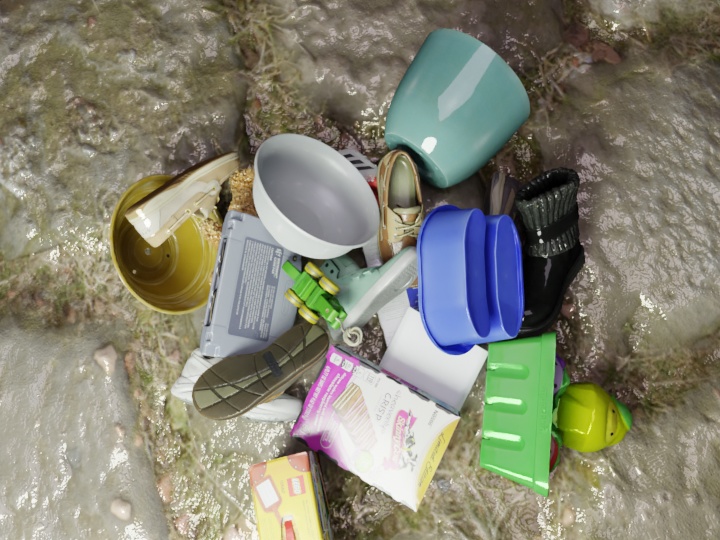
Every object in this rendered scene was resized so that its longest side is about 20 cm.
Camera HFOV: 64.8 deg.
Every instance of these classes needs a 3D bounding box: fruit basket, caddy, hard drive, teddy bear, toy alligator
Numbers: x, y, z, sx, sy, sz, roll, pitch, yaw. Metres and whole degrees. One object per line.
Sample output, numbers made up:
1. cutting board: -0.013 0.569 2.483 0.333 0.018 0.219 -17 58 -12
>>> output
1. fruit basket: 0.269 0.195 0.770 0.210 0.155 0.221 -5 74 17
2. caddy: 0.140 0.010 0.759 0.139 0.104 0.206 5 81 -41
3. hard drive: 0.080 0.174 0.811 0.130 0.026 0.203 28 89 9
4. teddy bear: -0.168 -0.058 0.870 0.144 0.066 0.203 37 68 -26
5. toy alligator: -0.045 0.048 0.774 0.060 0.054 0.200 -51 49 3

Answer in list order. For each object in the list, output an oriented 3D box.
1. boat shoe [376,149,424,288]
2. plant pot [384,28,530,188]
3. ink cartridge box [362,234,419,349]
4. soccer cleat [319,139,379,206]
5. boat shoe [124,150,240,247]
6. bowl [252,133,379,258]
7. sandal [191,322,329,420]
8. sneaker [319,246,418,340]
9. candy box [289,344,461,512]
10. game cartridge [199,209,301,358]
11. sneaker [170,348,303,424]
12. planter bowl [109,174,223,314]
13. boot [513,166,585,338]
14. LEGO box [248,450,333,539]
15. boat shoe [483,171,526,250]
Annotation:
1. boat shoe: 0.060 -0.076 0.827 0.074 0.074 0.206 -9 90 -6
2. plant pot: 0.129 -0.229 0.865 0.199 0.201 0.162 38 85 11
3. ink cartridge box: 0.061 0.013 0.874 0.092 0.037 0.205 -13 73 -2
4. soccer cleat: 0.004 -0.153 0.909 0.195 0.069 0.087 15 69 7
5. boat shoe: -0.242 -0.105 0.817 0.200 0.073 0.070 -44 119 -36
6. bowl: -0.076 -0.090 0.811 0.198 0.090 0.204 23 44 -24
7. sandal: -0.129 0.140 0.767 0.197 0.055 0.082 -31 58 -13
8. sneaker: 0.000 0.000 0.819 0.200 0.073 0.120 -43 66 32
9. candy box: 0.020 0.208 0.772 0.197 0.061 0.139 26 89 10
10. game cartridge: -0.149 0.030 0.816 0.131 0.041 0.205 17 76 -33
11. sneaker: -0.170 0.159 0.819 0.195 0.078 0.102 14 71 4
12. planter bowl: -0.299 -0.033 0.849 0.082 0.199 0.206 -10 69 38
13. boot: 0.250 -0.028 0.801 0.078 0.160 0.212 12 50 37
14. LEGO box: -0.077 0.342 0.725 0.075 0.149 0.205 -12 74 -2
15. boat shoe: 0.223 -0.056 0.871 0.071 0.075 0.205 9 76 4
